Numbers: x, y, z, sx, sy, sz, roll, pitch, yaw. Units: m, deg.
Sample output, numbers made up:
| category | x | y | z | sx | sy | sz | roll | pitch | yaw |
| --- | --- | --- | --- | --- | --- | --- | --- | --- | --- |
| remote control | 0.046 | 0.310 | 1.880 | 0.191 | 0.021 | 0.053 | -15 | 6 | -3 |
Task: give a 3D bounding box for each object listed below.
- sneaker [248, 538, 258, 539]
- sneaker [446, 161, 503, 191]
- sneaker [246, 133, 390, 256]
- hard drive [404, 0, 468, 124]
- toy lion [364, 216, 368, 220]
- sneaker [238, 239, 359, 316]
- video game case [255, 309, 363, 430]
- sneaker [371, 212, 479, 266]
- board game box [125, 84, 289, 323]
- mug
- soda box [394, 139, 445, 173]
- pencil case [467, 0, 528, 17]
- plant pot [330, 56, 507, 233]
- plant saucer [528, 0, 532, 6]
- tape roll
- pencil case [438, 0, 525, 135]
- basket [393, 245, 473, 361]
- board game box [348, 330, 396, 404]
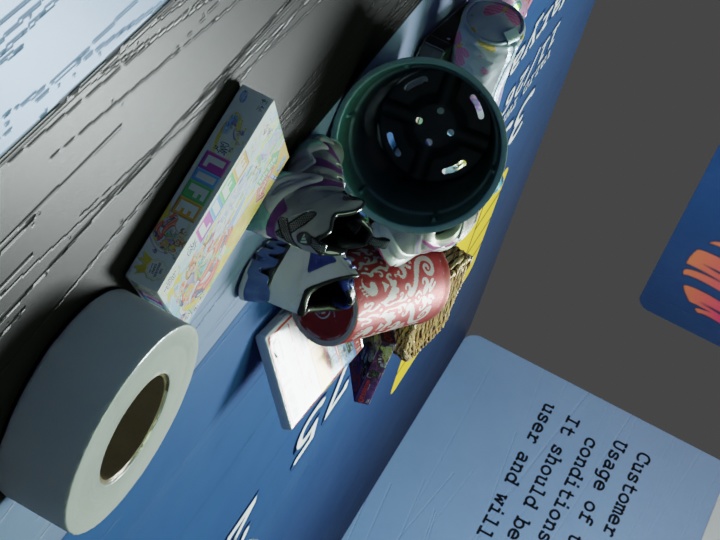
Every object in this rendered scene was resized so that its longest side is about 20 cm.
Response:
| category | x | y | z | sx | sy | sz | roll | pitch | yaw |
| --- | --- | --- | --- | --- | --- | --- | --- | --- | --- |
| sneaker | -0.223 | 0.524 | 2.209 | 0.090 | 0.078 | 0.200 | 9 | 106 | -59 |
| sneaker | 0.160 | -0.172 | 2.114 | 0.080 | 0.130 | 0.200 | -61 | 169 | -3 |
| sneaker | -0.026 | -0.066 | 1.437 | 0.200 | 0.140 | 0.078 | -48 | 162 | -53 |
| hard drive | 0.111 | -0.278 | 1.868 | 0.200 | 0.038 | 0.140 | -50 | 164 | -53 |
| toy lion | -0.016 | 0.020 | 1.955 | 0.200 | 0.069 | 0.192 | -27 | 136 | -72 |
| sneaker | -0.043 | -0.013 | 1.563 | 0.200 | 0.115 | 0.081 | -55 | 168 | -37 |
| video game case | -0.063 | 0.093 | 1.791 | 0.200 | 0.017 | 0.143 | -47 | 131 | -47 |
| sneaker | 0.104 | -0.065 | 1.755 | 0.088 | 0.081 | 0.200 | -25 | -176 | 40 |
| board game box | -0.134 | -0.053 | 1.240 | 0.200 | 0.034 | 0.134 | -60 | 169 | -13 |
| mug | -0.005 | 0.009 | 1.774 | 0.200 | 0.178 | 0.133 | -18 | 154 | -54 |
| soda box | 0.084 | -0.134 | 2.020 | 0.068 | 0.063 | 0.200 | -60 | 170 | -19 |
| pencil case | 0.202 | -0.417 | 1.805 | 0.087 | 0.087 | 0.200 | -49 | 160 | -53 |
| plant pot | 0.080 | -0.160 | 1.632 | 0.196 | 0.200 | 0.200 | -53 | 168 | -74 |
| plant saucer | 0.230 | -0.438 | 2.015 | 0.201 | 0.051 | 0.201 | -59 | 169 | -18 |
| tape roll | -0.218 | 0.118 | 1.158 | 0.203 | 0.071 | 0.203 | -60 | 169 | -20 |
| pencil case | 0.156 | -0.258 | 1.790 | 0.083 | 0.091 | 0.200 | -14 | 146 | -18 |
| basket | 0.061 | 0.028 | 2.154 | 0.143 | 0.149 | 0.200 | -42 | 162 | -35 |
| board game box | 0.011 | 0.093 | 2.075 | 0.200 | 0.032 | 0.120 | -100 | -156 | -55 |
